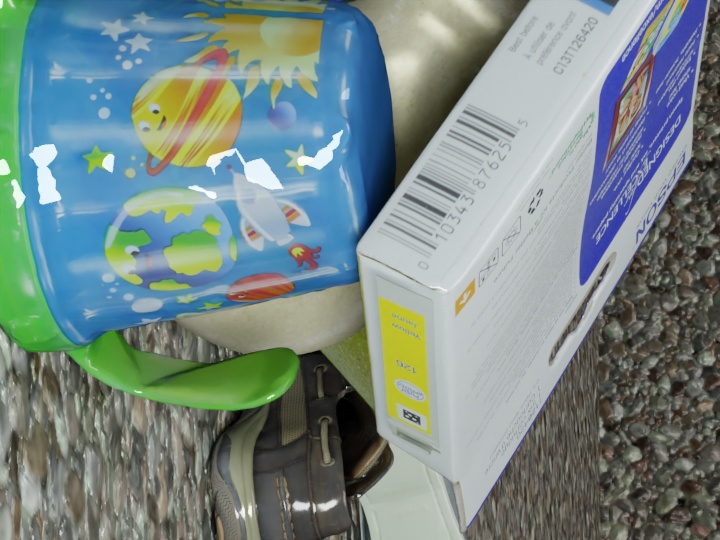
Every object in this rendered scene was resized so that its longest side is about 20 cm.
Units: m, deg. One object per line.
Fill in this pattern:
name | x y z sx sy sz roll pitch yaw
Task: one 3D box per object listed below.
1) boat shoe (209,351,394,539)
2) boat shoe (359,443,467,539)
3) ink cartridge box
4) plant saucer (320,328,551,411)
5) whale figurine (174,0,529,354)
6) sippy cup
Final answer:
boat shoe | -0.019 0.082 1.293 0.200 0.073 0.075 -73 157 -63
boat shoe | 0.033 0.150 1.579 0.062 0.073 0.200 -57 138 -67
ink cartridge box | 0.068 -0.027 1.013 0.198 0.047 0.200 -56 165 -23
plant saucer | 0.000 0.000 1.286 0.200 0.048 0.200 49 13 0
whale figurine | -0.009 -0.060 1.067 0.159 0.200 0.104 42 21 -8
sippy cup | -0.057 -0.042 0.950 0.178 0.130 0.140 65 24 -64
